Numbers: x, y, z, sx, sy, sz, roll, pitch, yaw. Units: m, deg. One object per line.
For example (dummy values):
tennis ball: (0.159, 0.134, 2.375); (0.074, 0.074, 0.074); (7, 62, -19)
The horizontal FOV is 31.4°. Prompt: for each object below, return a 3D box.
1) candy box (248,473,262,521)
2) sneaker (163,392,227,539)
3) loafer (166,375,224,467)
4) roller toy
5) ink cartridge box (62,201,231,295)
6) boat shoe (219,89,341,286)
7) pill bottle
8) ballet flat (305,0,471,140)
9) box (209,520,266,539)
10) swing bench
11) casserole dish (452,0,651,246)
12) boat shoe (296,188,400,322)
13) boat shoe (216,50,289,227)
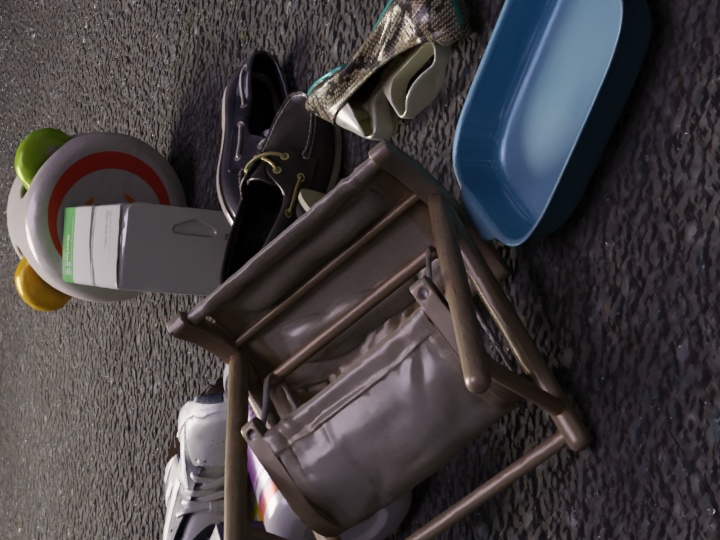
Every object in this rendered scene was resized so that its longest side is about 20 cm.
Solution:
candy box: (-0.070, 0.204, 1.124); (0.200, 0.026, 0.103); (-54, 41, 47)
sneaker: (-0.129, 0.201, 1.131); (0.199, 0.079, 0.131); (126, 142, -48)
loafer: (-0.151, 0.149, 1.238); (0.200, 0.072, 0.072); (-53, 43, 47)
roller toy: (-0.295, -0.058, 1.425); (0.139, 0.181, 0.203); (10, 103, 63)
ink cartridge box: (-0.203, -0.021, 1.280); (0.199, 0.145, 0.085); (4, 90, 63)
boat shoe: (-0.067, -0.062, 1.062); (0.071, 0.060, 0.203); (-1, 71, 39)
pill bottle: (-0.040, 0.114, 0.982); (0.113, 0.111, 0.201); (-64, 35, 37)
ballet flat: (0.019, -0.142, 0.955); (0.200, 0.067, 0.076); (-39, 69, 53)
box: (-0.075, 0.303, 1.021); (0.201, 0.121, 0.107); (-67, 33, 34)
swing bench: (0.004, 0.065, 0.809); (0.198, 0.129, 0.201); (-38, 47, 20)
casserole dish: (0.117, -0.108, 0.778); (0.122, 0.038, 0.201); (60, 138, 47)
boat shoe: (-0.002, 0.000, 0.961); (0.201, 0.073, 0.064); (48, 121, 49)
boat shoe: (-0.088, -0.110, 1.146); (0.063, 0.072, 0.202); (124, 144, -50)
